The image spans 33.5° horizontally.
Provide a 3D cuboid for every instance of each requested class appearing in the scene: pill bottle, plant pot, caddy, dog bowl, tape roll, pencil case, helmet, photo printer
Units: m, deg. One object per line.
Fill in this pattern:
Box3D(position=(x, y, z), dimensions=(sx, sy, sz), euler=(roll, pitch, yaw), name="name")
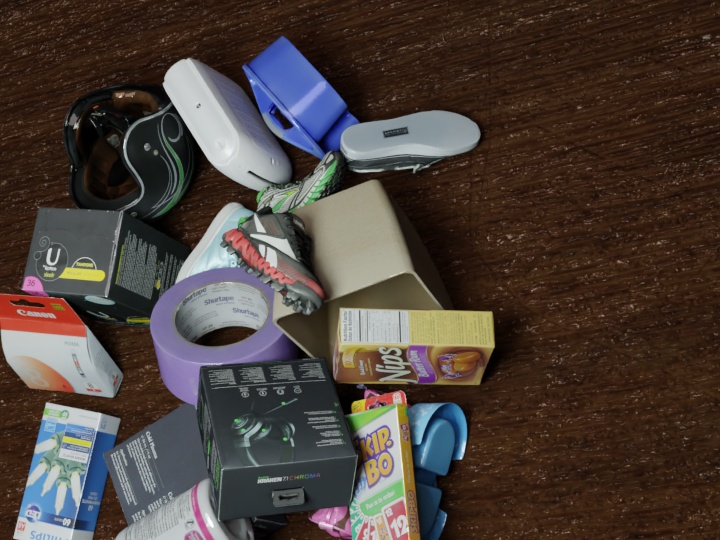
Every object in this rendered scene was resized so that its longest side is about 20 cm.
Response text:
Box3D(position=(-0.244, 0.361, 1.528), dimensions=(0.199, 0.113, 0.114), euler=(-33, 66, 12), name="pill bottle")
Box3D(position=(0.000, 0.000, 1.610), dimensions=(0.198, 0.200, 0.179), euler=(-20, 58, 16), name="plant pot")
Box3D(position=(-0.093, -0.241, 1.736), dimensions=(0.105, 0.141, 0.200), euler=(-42, 63, 2), name="caddy")
Box3D(position=(0.076, 0.265, 1.545), dimensions=(0.049, 0.111, 0.202), euler=(9, 79, 37), name="dog bowl")
Box3D(position=(-0.187, 0.090, 1.654), dimensions=(0.197, 0.086, 0.201), euler=(-3, 40, 3), name="tape roll")
Box3D(position=(0.000, 0.257, 1.582), dimensions=(0.090, 0.094, 0.202), euler=(22, 86, 8), name="pencil case")
Box3D(position=(-0.342, -0.163, 1.787), dimensions=(0.198, 0.200, 0.193), euler=(14, 124, 25), name="helmet")
Box3D(position=(-0.187, -0.203, 1.750), dimensions=(0.069, 0.166, 0.201), euler=(-40, 65, 14), name="photo printer")

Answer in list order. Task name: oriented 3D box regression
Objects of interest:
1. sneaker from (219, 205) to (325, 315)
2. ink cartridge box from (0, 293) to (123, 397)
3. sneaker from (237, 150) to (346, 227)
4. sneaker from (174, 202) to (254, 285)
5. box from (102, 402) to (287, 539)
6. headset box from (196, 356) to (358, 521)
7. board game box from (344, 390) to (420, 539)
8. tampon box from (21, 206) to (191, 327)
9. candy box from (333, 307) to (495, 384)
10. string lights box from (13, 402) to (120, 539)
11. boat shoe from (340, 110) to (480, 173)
Box3D(position=(-0.095, -0.020, 1.510), dimensions=(0.098, 0.071, 0.200), euler=(-45, 44, -6), name="sneaker")
Box3D(position=(-0.460, 0.111, 1.755), dimensions=(0.160, 0.201, 0.051), euler=(4, 56, 23), name="ink cartridge box")
Box3D(position=(-0.100, -0.099, 1.683), dimensions=(0.200, 0.078, 0.085), euler=(-43, 81, 17), name="sneaker")
Box3D(position=(-0.205, -0.001, 1.750), dimensions=(0.081, 0.074, 0.202), euler=(25, 86, 31), name="sneaker")
Box3D(position=(-0.229, 0.303, 1.658), dimensions=(0.181, 0.104, 0.201), euler=(-31, 67, 13), name="box")
Box3D(position=(-0.108, 0.213, 1.515), dimensions=(0.172, 0.094, 0.201), euler=(-4, 38, -16), name="headset box")
Box3D(position=(0.025, 0.256, 1.493), dimensions=(0.095, 0.030, 0.203), euler=(-18, 68, 39), name="board game box")
Box3D(position=(-0.367, -0.001, 1.746), dimensions=(0.148, 0.200, 0.128), euler=(3, 76, 23), name="tampon box")
Box3D(position=(0.066, 0.100, 1.544), dimensions=(0.197, 0.117, 0.057), euler=(2, 60, -4), name="candy box")
Box3D(position=(-0.432, 0.306, 1.765), dimensions=(0.102, 0.059, 0.203), euler=(7, 78, 22), name="string lights box")
Box3D(position=(0.070, -0.172, 1.690), dimensions=(0.197, 0.068, 0.074), euler=(-11, 58, -7), name="boat shoe")
